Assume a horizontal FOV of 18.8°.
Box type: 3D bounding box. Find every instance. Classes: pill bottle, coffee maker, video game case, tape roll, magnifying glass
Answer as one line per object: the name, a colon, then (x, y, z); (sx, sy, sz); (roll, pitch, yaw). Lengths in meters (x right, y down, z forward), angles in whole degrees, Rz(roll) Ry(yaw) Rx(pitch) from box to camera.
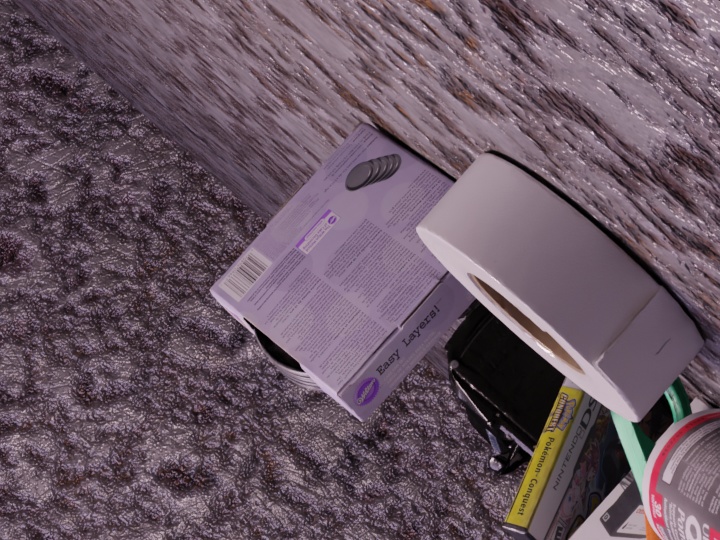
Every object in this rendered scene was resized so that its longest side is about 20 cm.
pill bottle: (0.279, 0.169, 1.465); (0.111, 0.111, 0.200); (43, 176, -21)
coffee maker: (0.148, 0.090, 1.947); (0.200, 0.134, 0.193); (62, -177, -75)
video game case: (0.198, 0.168, 1.770); (0.025, 0.181, 0.200); (12, 159, 35)
tape roll: (0.134, 0.012, 1.460); (0.202, 0.071, 0.202); (42, 176, 4)
magnifying glass: (0.217, 0.152, 1.590); (0.079, 0.022, 0.201); (23, -128, -37)

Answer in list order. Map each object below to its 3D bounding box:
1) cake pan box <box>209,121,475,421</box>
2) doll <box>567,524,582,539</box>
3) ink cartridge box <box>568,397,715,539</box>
cake pan box: (0.000, 0.000, 1.698); (0.184, 0.200, 0.052); (34, 170, 44)
doll: (0.246, 0.207, 1.752); (0.199, 0.137, 0.048); (-7, -137, -33)
ink cartridge box: (0.251, 0.222, 1.670); (0.145, 0.200, 0.084); (44, 178, -33)
